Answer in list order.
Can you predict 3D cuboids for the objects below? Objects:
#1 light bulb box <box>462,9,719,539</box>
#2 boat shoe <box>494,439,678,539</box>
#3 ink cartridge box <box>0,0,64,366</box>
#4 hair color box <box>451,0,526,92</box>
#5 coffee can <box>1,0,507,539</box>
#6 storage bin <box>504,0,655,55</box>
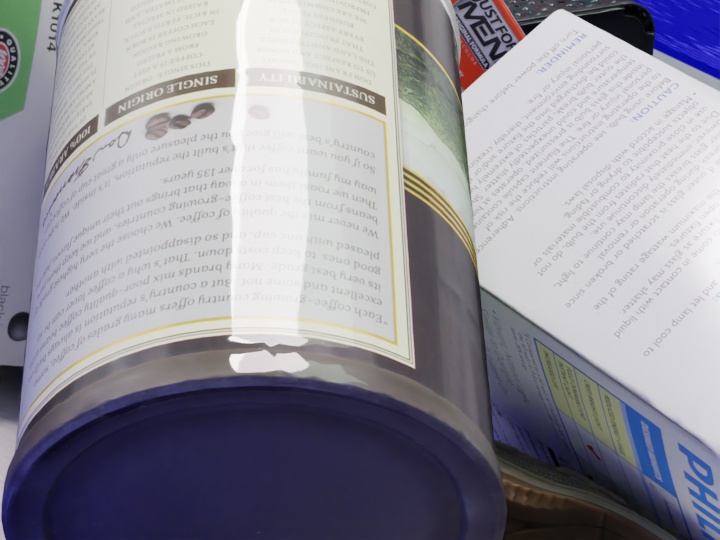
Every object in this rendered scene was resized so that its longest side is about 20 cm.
[{"bbox_3d":[0.127,0.036,0.738,0.200,0.125,0.199,36,-18,40],"label":"light bulb box"},{"bbox_3d":[0.079,0.109,0.699,0.199,0.073,0.065,26,16,32],"label":"boat shoe"},{"bbox_3d":[-0.116,-0.039,0.745,0.199,0.147,0.084,6,8,-45],"label":"ink cartridge box"},{"bbox_3d":[-0.021,-0.082,0.948,0.061,0.200,0.102,53,-2,-30],"label":"hair color box"},{"bbox_3d":[-0.033,-0.001,0.607,0.146,0.147,0.201,17,47,-21],"label":"coffee can"},{"bbox_3d":[0.074,-0.107,1.181,0.199,0.136,0.094,-13,31,-26],"label":"storage bin"}]
